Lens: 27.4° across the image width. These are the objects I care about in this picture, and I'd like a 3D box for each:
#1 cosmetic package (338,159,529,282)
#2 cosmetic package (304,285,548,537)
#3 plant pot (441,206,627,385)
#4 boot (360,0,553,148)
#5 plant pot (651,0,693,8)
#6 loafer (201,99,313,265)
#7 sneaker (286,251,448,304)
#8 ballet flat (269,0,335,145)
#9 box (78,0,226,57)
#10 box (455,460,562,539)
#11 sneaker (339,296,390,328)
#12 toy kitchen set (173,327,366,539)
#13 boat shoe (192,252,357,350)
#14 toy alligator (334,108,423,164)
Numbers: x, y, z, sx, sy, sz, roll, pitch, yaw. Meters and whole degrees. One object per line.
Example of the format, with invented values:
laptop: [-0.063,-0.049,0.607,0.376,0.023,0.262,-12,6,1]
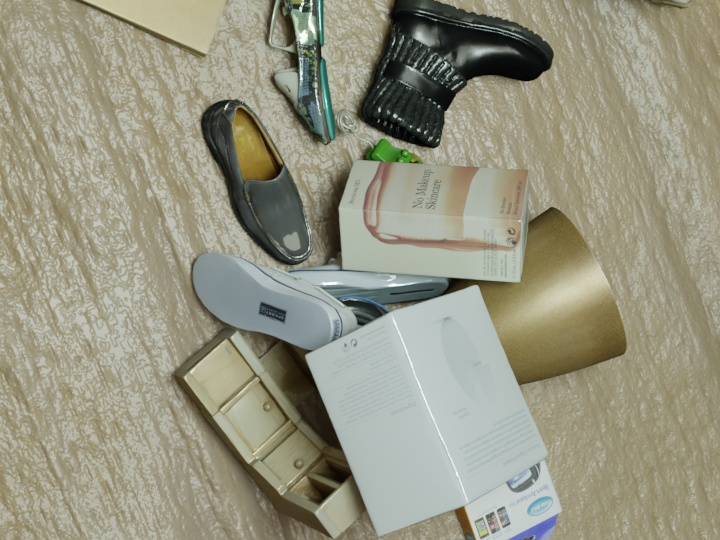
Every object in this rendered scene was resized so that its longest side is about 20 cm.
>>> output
cosmetic package: [0.082,-0.056,1.609,0.197,0.104,0.088,3,128,9]
cosmetic package: [0.072,0.142,1.528,0.199,0.122,0.202,-13,77,-58]
plant pot: [0.173,0.056,1.681,0.198,0.186,0.188,-26,98,-6]
boot: [0.111,-0.213,1.699,0.209,0.079,0.160,15,78,-9]
plant pot: [0.348,-0.415,1.747,0.198,0.200,0.186,11,97,-20]
loafer: [-0.108,-0.095,1.622,0.072,0.072,0.201,-35,102,-18]
sneaker: [0.000,0.000,1.672,0.197,0.073,0.072,-3,62,-17]
ballet flat: [-0.067,-0.239,1.651,0.073,0.074,0.203,-4,89,-20]
box: [-0.232,-0.347,1.605,0.198,0.021,0.165,22,82,-19]
box: [0.158,0.235,1.736,0.118,0.041,0.202,-22,99,-19]
sneaker: [0.028,0.116,1.645,0.070,0.083,0.201,-27,98,16]
toy kitchen set: [-0.059,0.143,1.580,0.163,0.180,0.201,-41,107,-17]
boat shoe: [-0.094,0.034,1.593,0.065,0.199,0.074,-9,122,-57]
toy alligator: [0.050,-0.112,1.674,0.200,0.054,0.060,48,54,-23]
